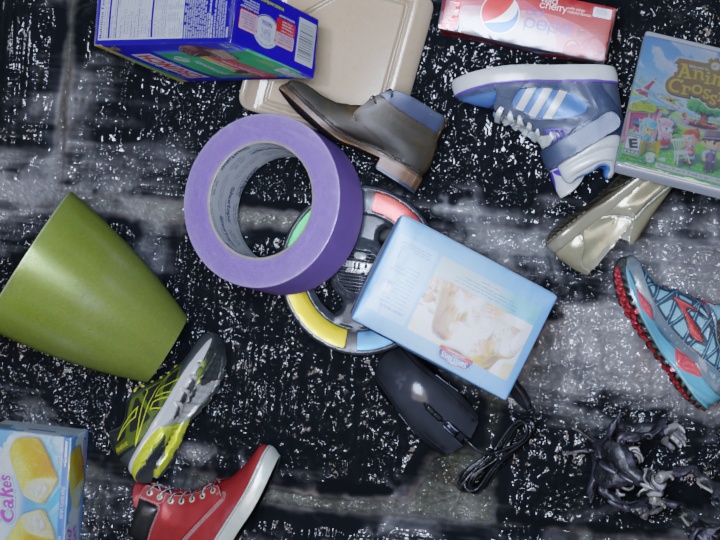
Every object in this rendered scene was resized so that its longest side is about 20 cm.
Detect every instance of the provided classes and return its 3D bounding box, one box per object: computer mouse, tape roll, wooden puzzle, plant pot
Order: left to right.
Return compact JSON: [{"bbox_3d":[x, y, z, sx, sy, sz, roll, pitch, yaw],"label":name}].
[{"bbox_3d":[-0.313,0.040,1.613,0.199,0.187,0.188,33,97,-10],"label":"plant pot"},{"bbox_3d":[-0.102,-0.076,1.585,0.197,0.085,0.204,-3,82,19],"label":"tape roll"},{"bbox_3d":[-0.029,-0.259,1.616,0.197,0.037,0.188,16,96,2],"label":"wooden puzzle"},{"bbox_3d":[0.116,0.156,1.608,0.140,0.046,0.201,-40,87,8],"label":"computer mouse"}]

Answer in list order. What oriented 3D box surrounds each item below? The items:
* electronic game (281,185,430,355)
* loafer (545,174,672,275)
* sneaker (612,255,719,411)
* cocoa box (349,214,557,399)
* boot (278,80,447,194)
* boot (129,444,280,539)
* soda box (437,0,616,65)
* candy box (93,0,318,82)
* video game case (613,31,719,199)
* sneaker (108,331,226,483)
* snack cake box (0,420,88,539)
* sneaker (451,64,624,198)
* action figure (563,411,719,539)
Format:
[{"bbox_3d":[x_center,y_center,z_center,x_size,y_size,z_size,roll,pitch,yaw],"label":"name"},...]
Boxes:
[{"bbox_3d":[0.000,0.000,1.619,0.196,0.042,0.204,0,93,9],"label":"electronic game"},{"bbox_3d":[0.306,-0.068,1.557,0.199,0.076,0.069,-36,98,5],"label":"loafer"},{"bbox_3d":[0.368,0.057,1.561,0.095,0.079,0.201,-35,96,-1],"label":"sneaker"},{"bbox_3d":[0.101,0.039,1.531,0.198,0.131,0.135,27,90,-1],"label":"cocoa box"},{"bbox_3d":[0.006,-0.184,1.571,0.199,0.075,0.098,35,89,-11],"label":"boot"},{"bbox_3d":[-0.197,0.270,1.649,0.143,0.072,0.201,35,101,7],"label":"boot"},{"bbox_3d":[0.191,-0.287,1.561,0.197,0.070,0.064,13,95,7],"label":"soda box"},{"bbox_3d":[-0.174,-0.269,1.534,0.197,0.168,0.078,6,86,32],"label":"candy box"},{"bbox_3d":[0.398,-0.169,1.522,0.197,0.022,0.184,14,67,7],"label":"video game case"},{"bbox_3d":[-0.240,0.155,1.646,0.084,0.074,0.202,31,86,26],"label":"sneaker"},{"bbox_3d":[-0.407,0.295,1.681,0.113,0.067,0.204,5,93,7],"label":"snack cake box"},{"bbox_3d":[0.206,-0.158,1.560,0.196,0.081,0.149,-2,89,3],"label":"sneaker"},{"bbox_3d":[0.336,0.237,1.557,0.199,0.101,0.120,28,106,32],"label":"action figure"}]
